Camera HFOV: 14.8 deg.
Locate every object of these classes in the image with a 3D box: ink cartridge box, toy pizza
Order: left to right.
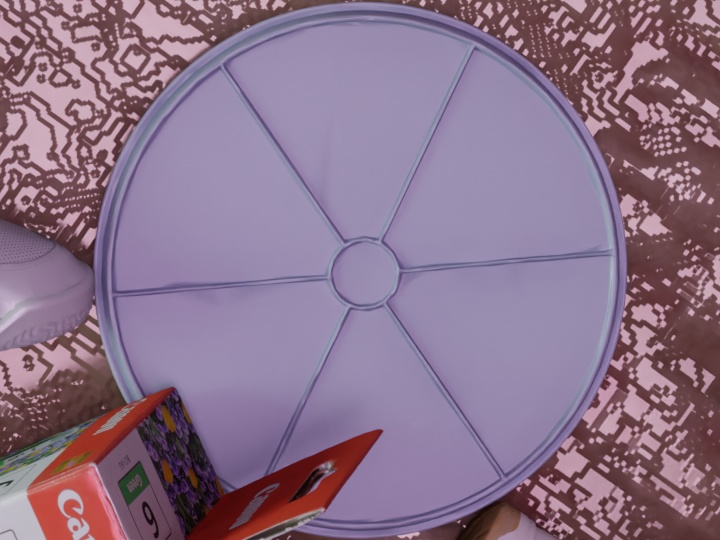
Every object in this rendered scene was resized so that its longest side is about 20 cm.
[{"bbox_3d":[-0.099,0.085,0.974,0.200,0.109,0.050,-23,96,15],"label":"ink cartridge box"},{"bbox_3d":[0.000,0.000,1.037,0.200,0.032,0.201,0,95,-5],"label":"toy pizza"}]

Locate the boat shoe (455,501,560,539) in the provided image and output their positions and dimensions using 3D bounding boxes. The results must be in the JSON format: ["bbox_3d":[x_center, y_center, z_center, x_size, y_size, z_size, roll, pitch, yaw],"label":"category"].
[{"bbox_3d":[0.027,0.188,1.038,0.069,0.071,0.200,32,92,-5],"label":"boat shoe"}]

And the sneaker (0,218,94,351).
[{"bbox_3d":[-0.183,-0.046,0.983,0.200,0.075,0.115,16,112,-2],"label":"sneaker"}]
